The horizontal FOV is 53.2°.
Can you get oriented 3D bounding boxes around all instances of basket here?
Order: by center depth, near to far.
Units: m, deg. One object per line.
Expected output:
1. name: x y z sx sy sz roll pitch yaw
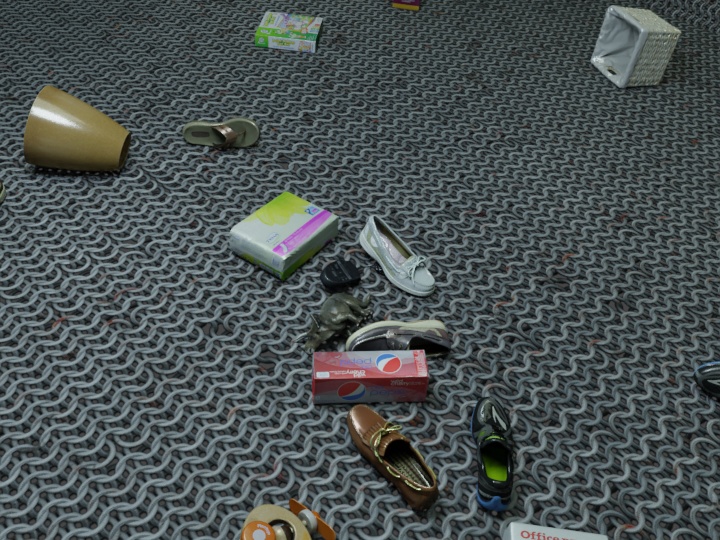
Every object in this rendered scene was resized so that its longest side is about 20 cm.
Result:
1. basket: 0.874 -0.715 2.295 0.160 0.201 0.199 -6 42 -17

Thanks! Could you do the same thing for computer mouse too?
1. computer mouse: 0.000 0.000 1.495 0.199 0.034 0.059 -15 58 -32

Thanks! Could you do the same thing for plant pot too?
1. plant pot: -0.646 -0.309 1.672 0.199 0.187 0.187 16 40 -8

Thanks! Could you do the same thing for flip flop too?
1. flip flop: -0.349 -0.338 1.798 0.199 0.081 0.058 1 36 1

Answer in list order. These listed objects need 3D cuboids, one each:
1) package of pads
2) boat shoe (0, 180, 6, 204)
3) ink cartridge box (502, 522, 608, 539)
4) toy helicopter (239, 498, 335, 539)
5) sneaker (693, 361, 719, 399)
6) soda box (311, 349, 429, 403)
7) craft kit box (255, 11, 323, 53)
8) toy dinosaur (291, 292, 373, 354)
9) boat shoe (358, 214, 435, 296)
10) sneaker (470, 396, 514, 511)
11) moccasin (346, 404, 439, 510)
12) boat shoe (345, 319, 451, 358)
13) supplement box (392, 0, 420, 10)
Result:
1. package of pads: -0.164 -0.081 1.534 0.154 0.068 0.200 27 44 22
2. boat shoe: -0.806 -0.142 1.519 0.074 0.075 0.203 -4 42 -12
3. ink cartridge box: 0.265 0.452 0.960 0.146 0.083 0.200 7 40 1
4. toy helicopter: -0.073 0.396 1.009 0.199 0.079 0.132 29 35 9
5. sneaker: 0.681 0.233 1.262 0.083 0.071 0.199 -25 52 -39
6. soda box: 0.015 0.185 1.247 0.199 0.070 0.064 0 40 -7
7. craft kit box: -0.231 -0.781 2.355 0.196 0.049 0.200 4 40 2
8. toy dinosaur: -0.035 0.078 1.361 0.102 0.077 0.200 26 47 12
9. boat shoe: 0.079 -0.029 1.485 0.074 0.065 0.202 -26 65 -38
10. sneaker: 0.218 0.282 1.151 0.070 0.083 0.200 7 40 1
11. moccasin: 0.048 0.283 1.132 0.073 0.078 0.201 -18 46 -25
12. boat shoe: 0.074 0.136 1.313 0.199 0.072 0.065 -4 36 -20
13. supplement box: 0.181 -1.071 2.618 0.103 0.201 0.131 9 42 4
